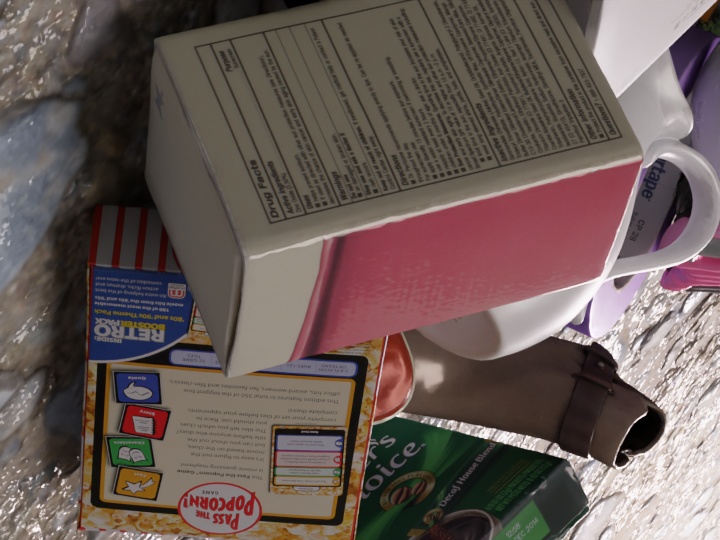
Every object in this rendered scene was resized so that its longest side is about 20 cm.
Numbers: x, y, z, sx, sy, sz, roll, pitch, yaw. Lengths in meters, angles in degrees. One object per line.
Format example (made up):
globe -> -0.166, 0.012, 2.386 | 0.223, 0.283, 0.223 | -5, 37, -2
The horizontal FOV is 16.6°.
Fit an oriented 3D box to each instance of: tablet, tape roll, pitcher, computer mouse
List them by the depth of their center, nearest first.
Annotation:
tablet -> 0.169, -0.158, 1.213 | 0.200, 0.014, 0.130 | -44, 160, -29
pitcher -> 0.112, -0.032, 1.346 | 0.172, 0.121, 0.200 | 51, 61, -23
computer mouse -> 0.242, -0.145, 1.459 | 0.201, 0.044, 0.110 | -63, -164, -3
tape roll -> 0.156, -0.062, 1.520 | 0.200, 0.065, 0.200 | -57, 162, -29

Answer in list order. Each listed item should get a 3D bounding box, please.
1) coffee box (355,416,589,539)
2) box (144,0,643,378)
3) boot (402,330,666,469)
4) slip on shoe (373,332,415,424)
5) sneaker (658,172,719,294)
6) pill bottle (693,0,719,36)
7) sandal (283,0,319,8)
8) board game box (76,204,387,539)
coffee box -> 0.028, 0.147, 1.478 | 0.123, 0.200, 0.044 | -40, 118, -25
box -> 0.012, -0.049, 1.156 | 0.199, 0.128, 0.109 | -14, 149, -17
boot -> 0.090, 0.071, 1.431 | 0.200, 0.146, 0.070 | -14, 126, -58
slip on shoe -> -0.024, 0.014, 1.289 | 0.074, 0.061, 0.200 | -41, 128, -13
sneaker -> 0.232, -0.036, 1.582 | 0.200, 0.079, 0.096 | 61, 33, -78
pill bottle -> 0.297, -0.127, 1.580 | 0.112, 0.200, 0.112 | -40, 151, -28
sandal -> -0.013, -0.132, 1.202 | 0.200, 0.075, 0.048 | 20, 102, -54
board game box -> -0.067, 0.059, 1.261 | 0.046, 0.151, 0.200 | -89, -174, -46
